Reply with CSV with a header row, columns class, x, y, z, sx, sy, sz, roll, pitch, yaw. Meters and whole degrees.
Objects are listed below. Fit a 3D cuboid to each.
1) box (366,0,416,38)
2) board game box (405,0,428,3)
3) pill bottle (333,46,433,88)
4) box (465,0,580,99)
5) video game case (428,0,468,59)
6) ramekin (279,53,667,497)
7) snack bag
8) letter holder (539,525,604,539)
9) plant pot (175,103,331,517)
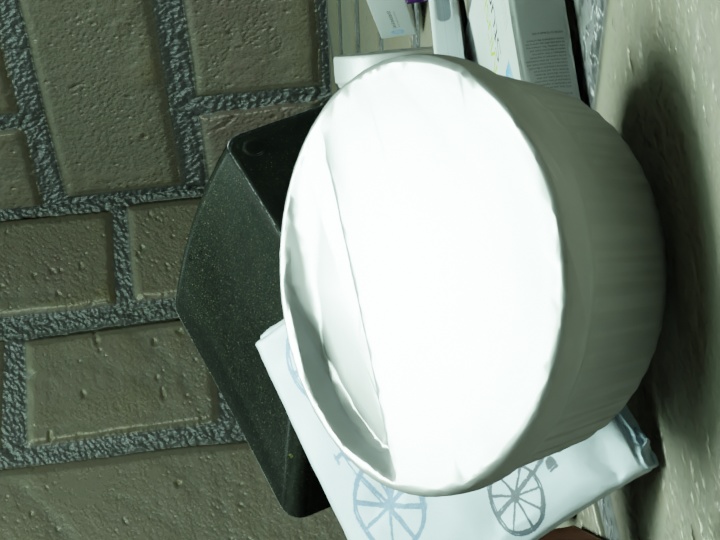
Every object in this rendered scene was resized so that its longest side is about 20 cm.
class,x,y,z,sx,sy,sz,roll,pitch,yaw
box,0.020,-0.347,1.618,0.156,0.041,0.203,53,-149,-77
board game box,0.052,-0.321,1.455,0.200,0.032,0.122,107,155,-81
pill bottle,0.031,-0.093,1.477,0.116,0.114,0.203,-120,24,-82
box,0.095,-0.116,1.001,0.200,0.036,0.146,89,174,-76
video game case,0.068,-0.142,1.187,0.201,0.023,0.184,72,-169,-54
ramekin,0.055,0.001,0.784,0.201,0.093,0.205,5,96,50
snack bag,0.043,0.066,0.888,0.021,0.200,0.190,-3,-121,-52
letter holder,0.079,0.212,0.951,0.200,0.140,0.102,124,139,-85
plant pot,0.000,0.000,1.068,0.200,0.198,0.178,57,159,35
